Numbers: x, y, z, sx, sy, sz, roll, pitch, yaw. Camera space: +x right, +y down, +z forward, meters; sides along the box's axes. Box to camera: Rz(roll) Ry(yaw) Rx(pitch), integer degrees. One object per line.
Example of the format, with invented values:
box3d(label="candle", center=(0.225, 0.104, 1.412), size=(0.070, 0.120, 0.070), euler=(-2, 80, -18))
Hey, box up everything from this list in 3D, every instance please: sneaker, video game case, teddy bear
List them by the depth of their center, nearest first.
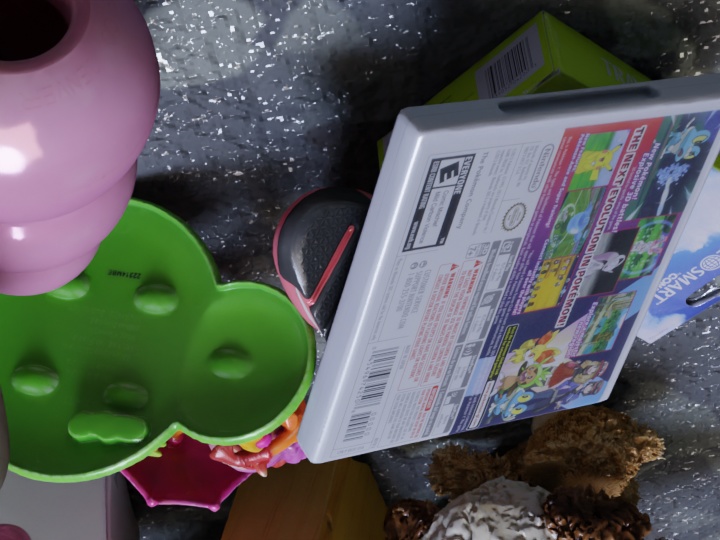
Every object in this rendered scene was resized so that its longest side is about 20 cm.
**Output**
box3d(label="video game case", center=(0.072, 0.000, 0.878), size=(0.182, 0.023, 0.200), euler=(-9, 134, -30))
box3d(label="sneaker", center=(0.000, 0.000, 0.931), size=(0.074, 0.087, 0.200), euler=(-57, 148, 2))
box3d(label="teddy bear", center=(0.112, 0.133, 1.175), size=(0.144, 0.067, 0.200), euler=(3, 149, 3))

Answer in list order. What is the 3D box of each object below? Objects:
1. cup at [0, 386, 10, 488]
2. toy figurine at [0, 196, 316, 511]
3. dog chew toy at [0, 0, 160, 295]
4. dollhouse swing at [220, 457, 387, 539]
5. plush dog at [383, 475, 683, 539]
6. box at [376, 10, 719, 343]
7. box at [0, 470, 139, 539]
box3d(label="cup", center=(-0.245, 0.019, 0.769), size=(0.200, 0.200, 0.144), euler=(1, 120, -9))
box3d(label="toy figurine", center=(-0.087, 0.067, 0.992), size=(0.199, 0.151, 0.184), euler=(7, 161, 22))
box3d(label="dog chew toy", center=(-0.154, -0.057, 0.837), size=(0.124, 0.125, 0.200), euler=(0, 151, -9))
box3d(label="dollhouse swing", center=(-0.064, 0.238, 1.139), size=(0.175, 0.182, 0.200), euler=(-16, 115, 15))
box3d(label="plush dog", center=(0.097, 0.197, 1.101), size=(0.199, 0.161, 0.172), euler=(-10, 122, 29))
box3d(label="box", center=(0.122, -0.041, 0.948), size=(0.200, 0.048, 0.122), euler=(27, 132, -35))
box3d(label="box", center=(-0.240, 0.182, 1.139), size=(0.199, 0.109, 0.128), euler=(-6, 143, 0))
